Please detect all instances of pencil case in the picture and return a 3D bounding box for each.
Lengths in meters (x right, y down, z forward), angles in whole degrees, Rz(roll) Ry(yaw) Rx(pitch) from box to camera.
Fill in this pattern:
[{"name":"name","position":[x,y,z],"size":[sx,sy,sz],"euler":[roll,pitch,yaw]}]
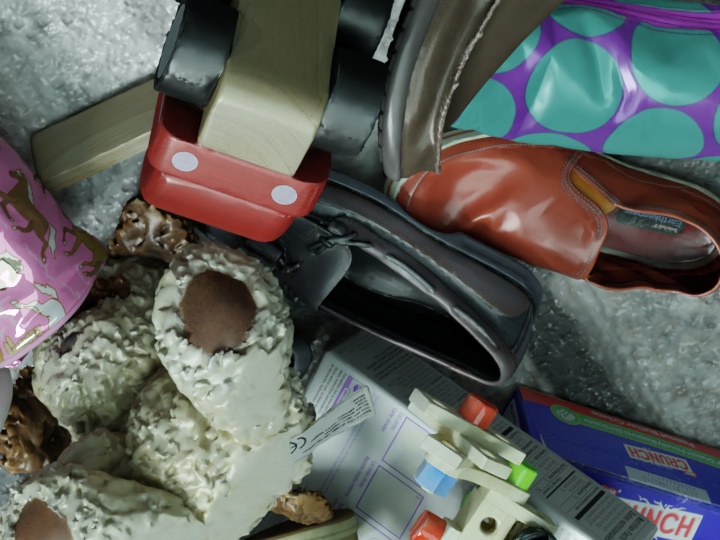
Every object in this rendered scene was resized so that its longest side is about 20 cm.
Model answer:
[{"name":"pencil case","position":[-0.216,-0.040,1.038],"size":[0.200,0.083,0.086],"euler":[44,140,-18]},{"name":"pencil case","position":[0.135,-0.106,1.075],"size":[0.200,0.085,0.092],"euler":[5,130,-13]}]

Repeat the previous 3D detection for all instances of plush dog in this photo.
[{"name":"plush dog","position":[-0.104,0.061,1.095],"size":[0.160,0.172,0.200],"euler":[23,107,-50]}]

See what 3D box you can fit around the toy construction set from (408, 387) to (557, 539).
[{"name":"toy construction set","position":[0.025,0.147,1.072],"size":[0.131,0.092,0.200],"euler":[32,109,-9]}]

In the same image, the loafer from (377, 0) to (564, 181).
[{"name":"loafer","position":[0.061,-0.130,0.970],"size":[0.071,0.073,0.200],"euler":[19,101,-4]}]

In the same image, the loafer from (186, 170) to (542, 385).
[{"name":"loafer","position":[0.000,0.000,1.108],"size":[0.200,0.063,0.072],"euler":[21,141,-8]}]

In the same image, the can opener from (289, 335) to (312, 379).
[{"name":"can opener","position":[-0.087,0.114,1.195],"size":[0.053,0.067,0.200],"euler":[47,125,15]}]

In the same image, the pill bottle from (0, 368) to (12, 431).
[{"name":"pill bottle","position":[-0.285,0.035,1.072],"size":[0.120,0.120,0.200],"euler":[-37,121,14]}]

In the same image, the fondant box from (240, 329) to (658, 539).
[{"name":"fondant box","position":[0.042,0.147,1.174],"size":[0.200,0.058,0.144],"euler":[35,117,15]}]

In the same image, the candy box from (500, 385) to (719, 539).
[{"name":"candy box","position":[0.125,0.184,1.263],"size":[0.169,0.077,0.200],"euler":[20,118,-19]}]

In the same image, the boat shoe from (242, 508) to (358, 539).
[{"name":"boat shoe","position":[-0.079,0.190,1.162],"size":[0.200,0.073,0.063],"euler":[-29,83,22]}]

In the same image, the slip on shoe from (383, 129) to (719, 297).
[{"name":"slip on shoe","position":[0.110,-0.028,1.135],"size":[0.200,0.061,0.074],"euler":[13,121,-15]}]

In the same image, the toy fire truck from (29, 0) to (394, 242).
[{"name":"toy fire truck","position":[-0.079,-0.080,1.015],"size":[0.129,0.176,0.200],"euler":[18,133,-13]}]
